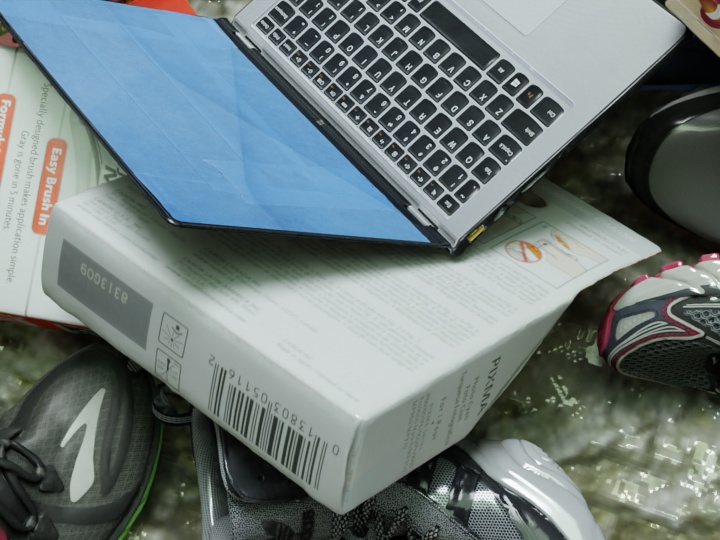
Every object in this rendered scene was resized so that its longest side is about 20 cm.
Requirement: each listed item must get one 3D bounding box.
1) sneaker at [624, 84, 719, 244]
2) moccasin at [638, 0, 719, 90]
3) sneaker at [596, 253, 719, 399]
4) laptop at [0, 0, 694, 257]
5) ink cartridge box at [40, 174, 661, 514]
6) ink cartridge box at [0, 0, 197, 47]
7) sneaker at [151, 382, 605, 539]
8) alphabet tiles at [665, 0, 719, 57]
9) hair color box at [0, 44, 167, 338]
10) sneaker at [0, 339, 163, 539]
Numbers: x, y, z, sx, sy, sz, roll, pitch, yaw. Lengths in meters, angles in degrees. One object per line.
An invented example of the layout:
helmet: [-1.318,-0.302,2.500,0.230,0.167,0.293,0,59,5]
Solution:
sneaker: [0.207,-0.028,0.802,0.198,0.075,0.079,15,20,9]
moccasin: [0.149,-0.119,0.852,0.198,0.068,0.081,-16,63,-22]
sneaker: [0.192,0.048,0.775,0.198,0.081,0.075,14,66,7]
laptop: [-0.013,-0.102,0.757,0.200,0.116,0.187,-42,48,-2]
ink cartridge box: [0.000,0.000,0.762,0.160,0.048,0.199,33,36,28]
ink cartridge box: [-0.150,-0.148,0.894,0.108,0.050,0.201,-30,66,-14]
sneaker: [0.005,0.096,0.743,0.113,0.076,0.200,-27,59,-33]
alphabet tiles: [0.187,-0.109,0.794,0.167,0.008,0.200,44,36,-1]
hair color box: [-0.181,-0.040,0.818,0.198,0.064,0.112,10,83,6]
sneaker: [-0.153,0.101,0.750,0.077,0.084,0.200,40,70,18]
